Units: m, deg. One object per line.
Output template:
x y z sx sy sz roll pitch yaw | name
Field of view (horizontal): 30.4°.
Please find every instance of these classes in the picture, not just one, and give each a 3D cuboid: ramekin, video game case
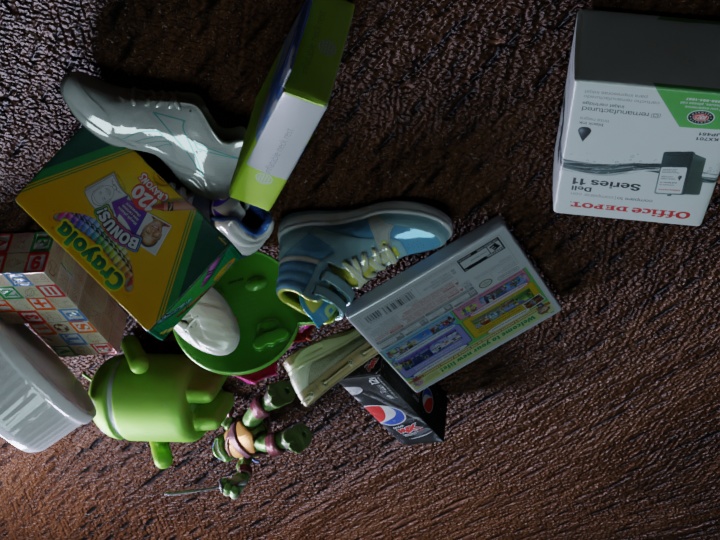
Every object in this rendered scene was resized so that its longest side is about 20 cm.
-0.434 0.141 1.671 0.202 0.094 0.202 46 176 4 | ramekin
0.106 0.042 1.481 0.199 0.022 0.182 -31 137 10 | video game case

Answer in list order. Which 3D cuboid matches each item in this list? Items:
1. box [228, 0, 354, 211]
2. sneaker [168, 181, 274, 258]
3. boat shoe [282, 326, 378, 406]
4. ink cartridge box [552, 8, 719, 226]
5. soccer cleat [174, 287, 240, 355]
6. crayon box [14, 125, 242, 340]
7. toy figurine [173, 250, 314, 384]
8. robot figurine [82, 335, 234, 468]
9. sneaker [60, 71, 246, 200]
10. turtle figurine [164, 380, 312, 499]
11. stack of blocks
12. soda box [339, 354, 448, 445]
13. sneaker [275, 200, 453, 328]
-0.061 -0.156 1.178 0.047 0.122 0.200 20 147 -11 | box
-0.186 -0.071 1.382 0.199 0.081 0.146 27 147 -32 | sneaker
0.011 0.092 1.545 0.200 0.063 0.073 -22 169 -15 | boat shoe
0.252 -0.131 1.183 0.146 0.083 0.200 5 149 6 | ink cartridge box
-0.213 0.020 1.456 0.069 0.200 0.078 -47 166 17 | soccer cleat
-0.230 -0.042 1.313 0.200 0.119 0.058 42 175 12 | crayon box
-0.114 0.065 1.585 0.199 0.151 0.184 -18 162 -4 | toy figurine
-0.272 0.169 1.762 0.199 0.116 0.176 0 121 18 | robot figurine
-0.195 -0.149 1.291 0.200 0.071 0.080 28 120 -22 | sneaker
-0.176 0.231 1.818 0.199 0.145 0.194 27 140 -34 | turtle figurine
-0.383 0.032 1.623 0.114 0.059 0.200 -3 147 18 | stack of blocks
0.045 0.153 1.705 0.063 0.071 0.200 -8 145 27 | soda box
0.000 0.000 1.410 0.199 0.131 0.080 -6 145 22 | sneaker
